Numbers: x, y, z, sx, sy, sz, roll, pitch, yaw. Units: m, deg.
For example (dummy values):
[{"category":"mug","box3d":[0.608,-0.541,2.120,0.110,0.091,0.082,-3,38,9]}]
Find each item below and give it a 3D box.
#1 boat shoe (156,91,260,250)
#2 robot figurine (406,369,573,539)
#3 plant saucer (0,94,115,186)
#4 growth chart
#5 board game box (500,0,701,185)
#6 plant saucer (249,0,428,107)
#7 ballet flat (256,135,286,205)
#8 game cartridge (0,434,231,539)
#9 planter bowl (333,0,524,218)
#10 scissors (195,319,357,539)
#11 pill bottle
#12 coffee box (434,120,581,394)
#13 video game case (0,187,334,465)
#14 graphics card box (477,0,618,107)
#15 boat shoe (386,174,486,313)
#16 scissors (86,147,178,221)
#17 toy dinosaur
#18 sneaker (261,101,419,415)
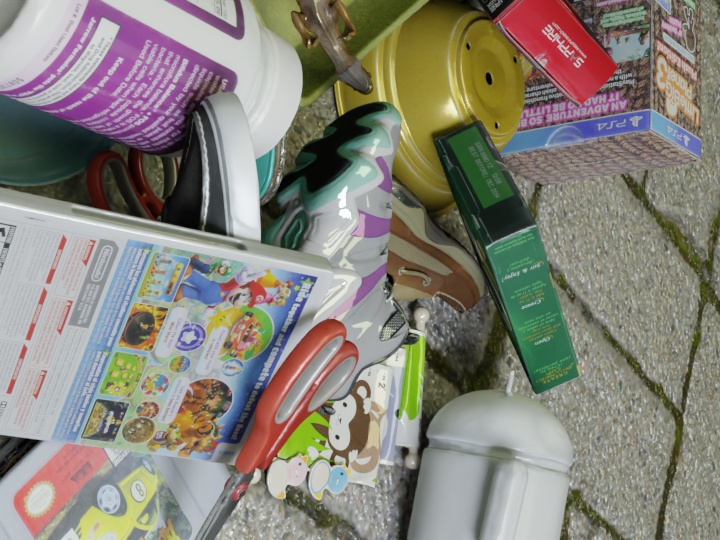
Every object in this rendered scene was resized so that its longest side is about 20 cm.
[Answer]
[{"category":"boat shoe","box3d":[-0.092,-0.001,0.759,0.056,0.069,0.201,-6,121,-19]},{"category":"robot figurine","box3d":[0.096,0.177,1.022,0.112,0.170,0.202,12,80,-5]},{"category":"plant saucer","box3d":[-0.206,-0.147,0.774,0.199,0.027,0.202,9,78,-51]},{"category":"growth chart","box3d":[-0.014,0.092,0.986,0.199,0.018,0.146,8,79,-49]},{"category":"board game box","box3d":[0.205,-0.191,1.184,0.097,0.159,0.202,17,73,-49]},{"category":"plant saucer","box3d":[-0.044,-0.246,0.965,0.200,0.048,0.201,-46,120,-39]},{"category":"ballet flat","box3d":[-0.091,-0.144,0.894,0.075,0.067,0.201,-59,130,-66]},{"category":"game cartridge","box3d":[-0.156,0.144,0.789,0.200,0.041,0.134,-49,126,-43]},{"category":"planter bowl","box3d":[0.072,-0.145,1.074,0.200,0.083,0.202,9,78,-50]},{"category":"scissors","box3d":[-0.067,0.111,0.758,0.200,0.014,0.073,-52,161,3]},{"category":"pill bottle","box3d":[-0.127,-0.129,0.761,0.199,0.112,0.113,22,68,-47]},{"category":"coffee box","box3d":[0.116,-0.007,1.051,0.200,0.044,0.123,65,3,-48]},{"category":"video game case","box3d":[-0.129,0.036,0.723,0.199,0.144,0.018,12,30,-27]},{"category":"graphics card box","box3d":[0.119,-0.232,1.087,0.125,0.051,0.201,34,21,-42]},{"category":"boat shoe","box3d":[0.025,-0.014,1.016,0.074,0.076,0.200,-51,140,-3]},{"category":"scissors","box3d":[-0.111,0.005,0.853,0.073,0.014,0.201,-50,128,-44]},{"category":"toy dinosaur","box3d":[-0.038,-0.213,0.908,0.106,0.060,0.202,-37,118,-72]},{"category":"sneaker","box3d":[0.000,0.000,0.906,0.140,0.078,0.201,39,74,-33]}]
